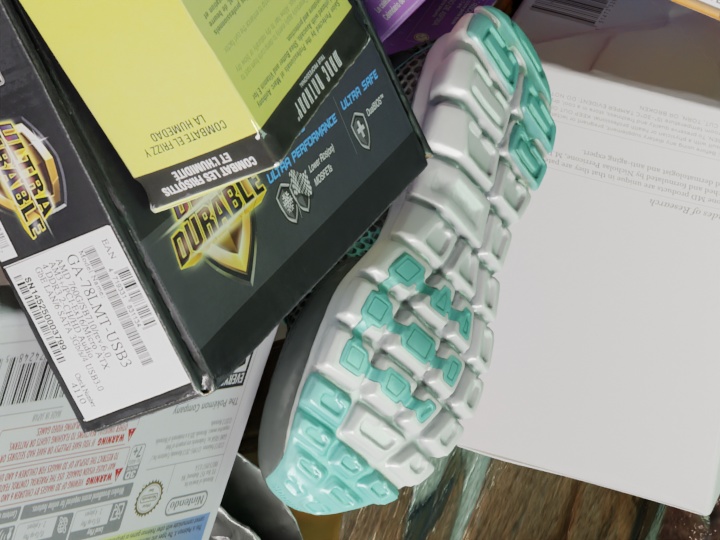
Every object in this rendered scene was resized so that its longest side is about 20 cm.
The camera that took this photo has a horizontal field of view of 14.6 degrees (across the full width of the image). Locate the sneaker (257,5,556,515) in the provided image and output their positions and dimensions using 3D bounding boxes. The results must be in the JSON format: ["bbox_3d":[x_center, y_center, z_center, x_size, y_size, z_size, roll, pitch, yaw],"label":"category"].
[{"bbox_3d":[0.000,0.000,0.975,0.078,0.091,0.201,51,48,-35],"label":"sneaker"}]

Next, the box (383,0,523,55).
[{"bbox_3d":[0.032,-0.031,1.177,0.137,0.039,0.201,-55,155,-47],"label":"box"}]

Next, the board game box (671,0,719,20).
[{"bbox_3d":[0.109,-0.252,1.095,0.200,0.199,0.201,-58,169,-56],"label":"board game box"}]

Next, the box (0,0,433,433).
[{"bbox_3d":[-0.067,-0.082,0.832,0.199,0.049,0.200,66,28,-12],"label":"box"}]

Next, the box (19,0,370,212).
[{"bbox_3d":[-0.075,-0.119,0.737,0.201,0.050,0.075,58,36,-21],"label":"box"}]

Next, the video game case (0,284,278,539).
[{"bbox_3d":[-0.101,0.090,0.848,0.200,0.022,0.183,-5,116,-64],"label":"video game case"}]

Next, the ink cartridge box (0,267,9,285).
[{"bbox_3d":[-0.104,-0.001,0.929,0.200,0.085,0.147,-37,144,-62],"label":"ink cartridge box"}]

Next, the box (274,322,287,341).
[{"bbox_3d":[-0.043,0.035,1.208,0.069,0.082,0.200,89,26,-49],"label":"box"}]

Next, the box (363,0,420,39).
[{"bbox_3d":[0.061,-0.158,0.898,0.137,0.039,0.200,-49,-176,-19],"label":"box"}]

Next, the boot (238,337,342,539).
[{"bbox_3d":[-0.026,0.119,1.089,0.156,0.199,0.077,58,8,-27],"label":"boot"}]

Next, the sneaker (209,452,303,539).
[{"bbox_3d":[-0.059,0.150,1.035,0.200,0.104,0.060,-58,-168,39],"label":"sneaker"}]

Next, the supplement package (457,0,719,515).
[{"bbox_3d":[0.118,-0.021,1.184,0.121,0.119,0.201,-56,156,-51],"label":"supplement package"}]
